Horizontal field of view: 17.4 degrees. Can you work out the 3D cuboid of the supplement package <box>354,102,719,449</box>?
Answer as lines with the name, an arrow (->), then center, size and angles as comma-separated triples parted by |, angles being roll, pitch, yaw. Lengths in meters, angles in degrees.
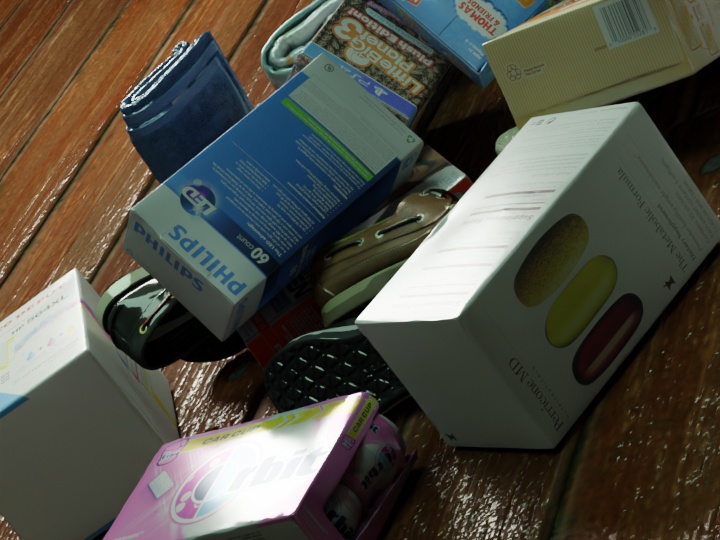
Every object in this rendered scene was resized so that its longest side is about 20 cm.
supplement package -> 0.114, 0.004, 1.472 | 0.200, 0.114, 0.109 | -49, 24, -27

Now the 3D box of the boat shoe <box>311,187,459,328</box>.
boat shoe -> 0.051, -0.025, 1.611 | 0.200, 0.072, 0.068 | -26, 61, 16

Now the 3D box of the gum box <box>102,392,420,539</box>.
gum box -> -0.065, 0.153, 1.501 | 0.200, 0.066, 0.114 | -17, 30, 40

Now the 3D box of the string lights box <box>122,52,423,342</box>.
string lights box -> -0.061, -0.054, 1.662 | 0.200, 0.103, 0.059 | -41, -13, -28

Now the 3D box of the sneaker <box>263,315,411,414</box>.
sneaker -> 0.027, 0.057, 1.595 | 0.200, 0.072, 0.083 | -21, 0, 34

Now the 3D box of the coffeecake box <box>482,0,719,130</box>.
coffeecake box -> 0.208, -0.180, 1.690 | 0.153, 0.073, 0.200 | -18, 10, 39

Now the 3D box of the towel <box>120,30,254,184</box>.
towel -> -0.110, -0.080, 1.881 | 0.048, 0.200, 0.112 | 0, 40, 43

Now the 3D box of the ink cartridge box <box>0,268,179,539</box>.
ink cartridge box -> -0.224, 0.103, 1.770 | 0.128, 0.125, 0.200 | -35, 22, 3

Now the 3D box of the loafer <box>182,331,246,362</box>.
loafer -> -0.088, -0.017, 1.796 | 0.200, 0.073, 0.071 | -58, 45, 21

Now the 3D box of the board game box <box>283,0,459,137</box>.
board game box -> 0.005, -0.139, 1.851 | 0.200, 0.097, 0.160 | -55, -4, -47

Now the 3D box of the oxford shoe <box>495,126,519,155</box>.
oxford shoe -> 0.139, -0.080, 1.692 | 0.075, 0.058, 0.200 | -25, 10, 8

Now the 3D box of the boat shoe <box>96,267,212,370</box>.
boat shoe -> -0.092, 0.002, 1.703 | 0.201, 0.074, 0.063 | -34, 53, -17

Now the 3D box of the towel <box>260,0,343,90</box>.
towel -> 0.015, -0.203, 2.033 | 0.200, 0.048, 0.171 | -34, -20, 1

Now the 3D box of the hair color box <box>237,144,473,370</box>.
hair color box -> 0.000, 0.000, 1.727 | 0.200, 0.064, 0.111 | -37, 20, -3

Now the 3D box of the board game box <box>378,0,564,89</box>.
board game box -> 0.106, -0.258, 1.781 | 0.200, 0.151, 0.037 | -45, -20, -7
